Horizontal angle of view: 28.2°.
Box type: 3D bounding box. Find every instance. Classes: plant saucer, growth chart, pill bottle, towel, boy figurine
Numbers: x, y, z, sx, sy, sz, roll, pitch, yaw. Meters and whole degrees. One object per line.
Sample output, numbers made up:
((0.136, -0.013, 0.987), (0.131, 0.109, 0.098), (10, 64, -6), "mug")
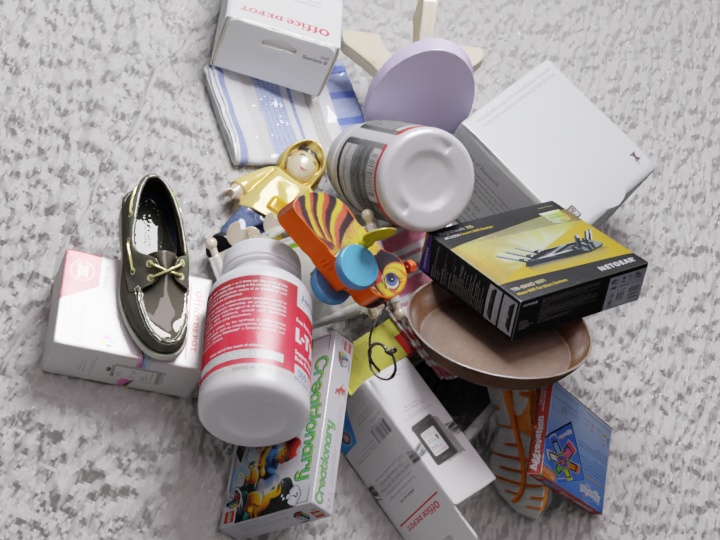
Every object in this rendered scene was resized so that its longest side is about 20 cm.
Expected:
((0.145, 0.069, 1.520), (0.199, 0.035, 0.201), (8, 31, -5), "plant saucer")
((-0.062, 0.003, 1.561), (0.199, 0.018, 0.145), (-12, 94, 7), "growth chart")
((-0.105, 0.069, 1.463), (0.112, 0.112, 0.201), (14, 48, -16), "pill bottle")
((0.039, -0.111, 1.618), (0.113, 0.200, 0.114), (-4, 100, -19), "pill bottle")
((-0.086, -0.196, 1.765), (0.199, 0.024, 0.147), (-5, 63, -28), "towel")
((-0.094, -0.073, 1.656), (0.124, 0.064, 0.200), (34, 54, 2), "boy figurine")
((0.091, 0.018, 1.612), (0.146, 0.030, 0.200), (-25, 69, -35), "towel")

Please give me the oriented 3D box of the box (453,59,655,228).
((0.222, -0.121, 1.794), (0.200, 0.131, 0.199), (46, 51, 8), "box")

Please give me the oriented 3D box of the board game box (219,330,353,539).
((-0.074, 0.168, 1.470), (0.035, 0.126, 0.201), (39, 44, -37), "board game box")

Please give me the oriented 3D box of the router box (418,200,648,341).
((0.190, -0.005, 1.574), (0.199, 0.052, 0.157), (-15, 38, -36), "router box")

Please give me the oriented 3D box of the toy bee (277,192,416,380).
((0.000, 0.000, 1.500), (0.109, 0.131, 0.201), (-33, 112, -40), "toy bee")

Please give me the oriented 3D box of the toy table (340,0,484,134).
((0.069, -0.238, 1.751), (0.183, 0.200, 0.117), (13, 50, -21), "toy table")

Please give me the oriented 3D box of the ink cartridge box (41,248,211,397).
((-0.223, 0.060, 1.504), (0.199, 0.068, 0.117), (12, 55, -18), "ink cartridge box")

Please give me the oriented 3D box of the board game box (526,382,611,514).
((0.231, 0.195, 1.567), (0.200, 0.019, 0.103), (38, 56, -55), "board game box")

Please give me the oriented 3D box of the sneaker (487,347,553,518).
((0.191, 0.175, 1.577), (0.077, 0.078, 0.201), (-17, 109, -45), "sneaker")

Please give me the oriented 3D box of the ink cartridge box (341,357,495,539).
((0.062, 0.208, 1.514), (0.067, 0.116, 0.200), (-27, 74, -37), "ink cartridge box")

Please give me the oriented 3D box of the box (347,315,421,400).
((0.031, 0.090, 1.603), (0.200, 0.075, 0.050), (-31, 76, -37), "box")

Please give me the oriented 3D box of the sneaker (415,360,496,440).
((0.114, 0.123, 1.620), (0.099, 0.071, 0.200), (45, 56, 1), "sneaker")

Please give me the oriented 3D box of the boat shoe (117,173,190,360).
((-0.210, -0.006, 1.473), (0.072, 0.060, 0.202), (2, 57, -24), "boat shoe")

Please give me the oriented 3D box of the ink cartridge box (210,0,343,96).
((-0.099, -0.327, 1.784), (0.145, 0.088, 0.200), (14, 45, -12), "ink cartridge box")
